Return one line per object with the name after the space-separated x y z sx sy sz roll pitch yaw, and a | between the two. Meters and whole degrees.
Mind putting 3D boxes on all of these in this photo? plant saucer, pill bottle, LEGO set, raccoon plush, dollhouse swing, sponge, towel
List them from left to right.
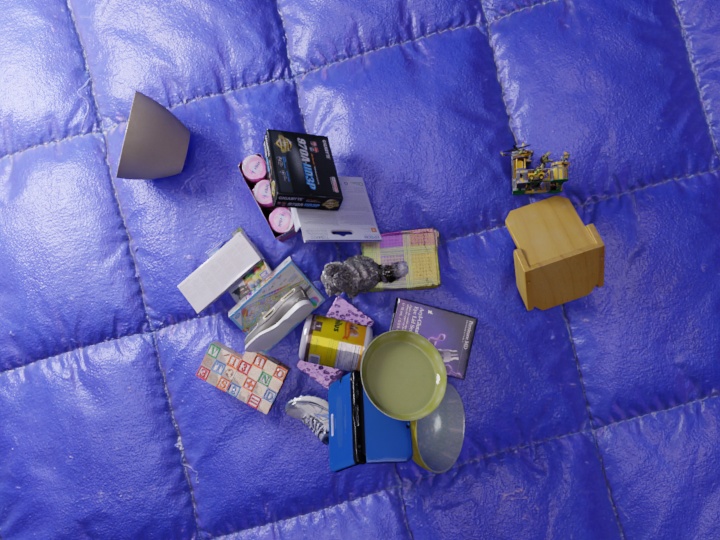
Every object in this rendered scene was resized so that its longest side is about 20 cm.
-0.062 0.177 1.471 0.110 0.030 0.203 32 88 1 | sponge
-0.039 0.174 1.402 0.194 0.109 0.112 12 88 -1 | pill bottle
0.000 0.000 1.401 0.196 0.133 0.099 -24 82 21 | raccoon plush
0.102 -0.023 1.480 0.194 0.023 0.148 -5 89 1 | towel
0.093 0.232 1.330 0.194 0.031 0.205 5 62 -9 | plant saucer
0.414 -0.251 1.411 0.150 0.199 0.120 -3 86 21 | LEGO set
0.460 -0.044 1.470 0.195 0.178 0.185 -19 129 0 | dollhouse swing

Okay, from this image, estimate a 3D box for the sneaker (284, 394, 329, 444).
-0.088 0.359 1.426 0.194 0.078 0.087 13 49 2 | sneaker

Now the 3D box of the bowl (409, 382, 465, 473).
0.149 0.361 1.413 0.106 0.197 0.207 -6 88 42 | bowl

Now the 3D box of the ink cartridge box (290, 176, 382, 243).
-0.063 -0.134 1.397 0.194 0.041 0.204 0 54 -23 | ink cartridge box

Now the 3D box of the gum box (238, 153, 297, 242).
-0.215 -0.175 1.442 0.065 0.114 0.204 -28 88 0 | gum box

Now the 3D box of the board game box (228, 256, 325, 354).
-0.199 0.085 1.445 0.199 0.034 0.135 -41 113 0 | board game box

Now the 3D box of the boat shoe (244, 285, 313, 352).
-0.197 0.116 1.403 0.200 0.072 0.061 -39 61 15 | boat shoe

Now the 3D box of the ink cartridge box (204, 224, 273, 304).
-0.283 0.003 1.476 0.118 0.042 0.202 -36 87 -1 | ink cartridge box

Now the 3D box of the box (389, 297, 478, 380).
0.164 0.159 1.432 0.194 0.104 0.152 13 88 1 | box

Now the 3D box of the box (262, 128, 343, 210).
-0.134 -0.230 1.382 0.155 0.046 0.204 2 53 -23 | box

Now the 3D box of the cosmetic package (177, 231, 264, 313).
-0.330 0.004 1.431 0.199 0.051 0.083 -39 92 3 | cosmetic package

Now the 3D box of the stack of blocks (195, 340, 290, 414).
-0.281 0.244 1.457 0.196 0.059 0.117 27 89 2 | stack of blocks

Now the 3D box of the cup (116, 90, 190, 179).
-0.484 -0.300 1.426 0.140 0.199 0.206 14 88 -23 | cup

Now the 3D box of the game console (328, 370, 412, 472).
0.016 0.339 1.357 0.116 0.170 0.205 17 56 -31 | game console
